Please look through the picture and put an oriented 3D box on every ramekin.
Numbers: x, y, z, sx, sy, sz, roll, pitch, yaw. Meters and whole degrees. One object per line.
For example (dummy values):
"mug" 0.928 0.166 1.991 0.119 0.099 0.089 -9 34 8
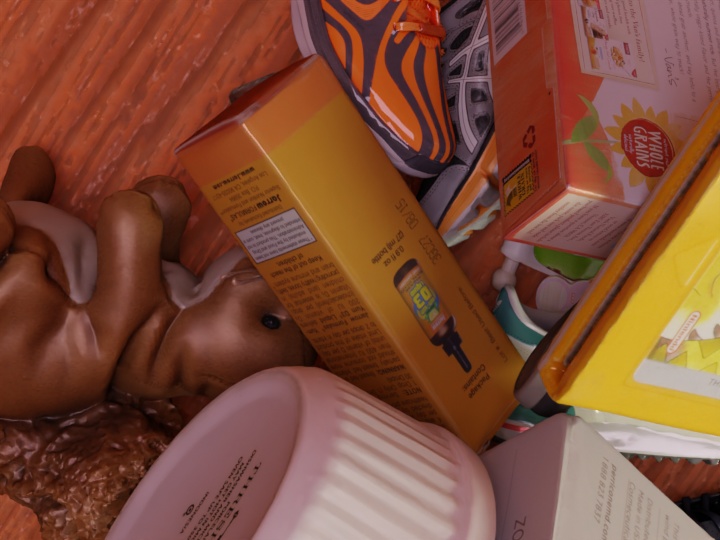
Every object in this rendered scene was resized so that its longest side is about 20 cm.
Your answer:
"ramekin" -0.042 0.132 0.643 0.094 0.202 0.202 39 96 -20

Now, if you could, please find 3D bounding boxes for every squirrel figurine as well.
"squirrel figurine" -0.121 0.050 0.769 0.186 0.142 0.201 15 97 -7

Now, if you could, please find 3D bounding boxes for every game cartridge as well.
"game cartridge" 0.202 0.006 0.641 0.199 0.032 0.177 15 121 -26

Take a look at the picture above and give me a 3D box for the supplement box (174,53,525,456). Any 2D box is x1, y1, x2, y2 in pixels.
"supplement box" 0.000 0.000 0.712 0.067 0.069 0.200 -44 104 -37

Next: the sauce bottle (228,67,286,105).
"sauce bottle" -0.008 -0.012 0.788 0.065 0.065 0.201 -21 97 4

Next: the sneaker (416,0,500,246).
"sneaker" 0.068 -0.105 0.775 0.077 0.078 0.201 25 93 13

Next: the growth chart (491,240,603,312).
"growth chart" 0.182 -0.023 0.800 0.199 0.018 0.145 14 100 1

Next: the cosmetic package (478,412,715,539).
"cosmetic package" 0.067 0.207 0.679 0.166 0.168 0.200 41 129 -20

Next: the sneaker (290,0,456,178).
"sneaker" 0.021 -0.152 0.728 0.112 0.077 0.201 -31 74 27

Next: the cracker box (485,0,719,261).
"cracker box" 0.158 -0.066 0.683 0.199 0.058 0.134 11 62 -24

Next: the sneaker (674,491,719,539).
"sneaker" 0.163 0.128 0.788 0.202 0.077 0.146 -38 96 6

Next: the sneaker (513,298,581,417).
"sneaker" 0.169 0.030 0.713 0.200 0.075 0.106 -38 82 -29

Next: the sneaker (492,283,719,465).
"sneaker" 0.159 0.047 0.772 0.199 0.070 0.094 2 100 -1
